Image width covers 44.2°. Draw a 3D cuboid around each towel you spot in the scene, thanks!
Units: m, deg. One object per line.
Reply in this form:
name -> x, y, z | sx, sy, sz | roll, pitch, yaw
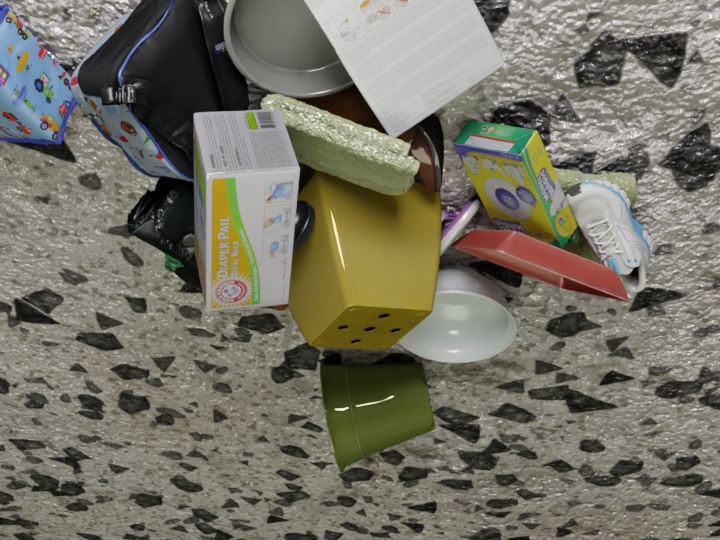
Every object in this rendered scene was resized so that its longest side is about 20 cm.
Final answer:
towel -> -0.026, -0.145, 1.070 | 0.196, 0.037, 0.149 | 22, 169, 1
towel -> 0.302, -0.071, 1.261 | 0.144, 0.037, 0.202 | 5, 144, 2

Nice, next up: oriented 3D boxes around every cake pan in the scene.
cake pan -> -0.056, -0.282, 0.989 | 0.195, 0.037, 0.202 | -9, 143, -7

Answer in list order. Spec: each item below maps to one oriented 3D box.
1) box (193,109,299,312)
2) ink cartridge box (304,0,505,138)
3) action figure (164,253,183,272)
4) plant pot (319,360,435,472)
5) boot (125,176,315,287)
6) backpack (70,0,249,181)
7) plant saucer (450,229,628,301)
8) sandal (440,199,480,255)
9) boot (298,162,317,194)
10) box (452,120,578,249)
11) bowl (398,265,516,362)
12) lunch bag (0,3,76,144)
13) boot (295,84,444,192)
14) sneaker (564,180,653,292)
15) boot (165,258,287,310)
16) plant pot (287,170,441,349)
box -> -0.133, -0.064, 1.005 | 0.099, 0.114, 0.203 | -6, 135, -16
ink cartridge box -> 0.050, -0.270, 0.987 | 0.158, 0.048, 0.201 | -31, 123, 11
action figure -> -0.217, -0.067, 1.207 | 0.117, 0.055, 0.200 | 32, 122, -18
plant pot -> 0.036, 0.247, 1.622 | 0.185, 0.203, 0.202 | -12, 142, 2
boot -> -0.178, -0.064, 1.126 | 0.197, 0.078, 0.168 | -28, 136, 19
backpack -> -0.226, -0.202, 1.033 | 0.152, 0.202, 0.192 | 9, 144, 38
plant saucer -> 0.243, -0.014, 1.216 | 0.196, 0.038, 0.199 | 19, 179, -13
sandal -> 0.104, -0.044, 1.302 | 0.050, 0.083, 0.203 | 41, 137, 0
boot -> -0.136, -0.099, 1.257 | 0.143, 0.072, 0.201 | 11, 144, -11
box -> 0.208, -0.102, 1.165 | 0.116, 0.049, 0.201 | 19, 154, 45
bowl -> 0.148, 0.057, 1.406 | 0.196, 0.092, 0.203 | 3, 144, 2
lunch bag -> -0.482, -0.231, 1.124 | 0.196, 0.096, 0.151 | -3, 147, 27
boot -> 0.004, -0.166, 1.148 | 0.195, 0.070, 0.190 | -7, 142, 18
sneaker -> 0.339, -0.041, 1.190 | 0.074, 0.088, 0.199 | -21, 134, 37
boot -> -0.199, 0.007, 1.371 | 0.184, 0.070, 0.200 | 16, 176, 0
plant pot -> 0.000, 0.000, 1.230 | 0.196, 0.180, 0.200 | 5, 150, -29
